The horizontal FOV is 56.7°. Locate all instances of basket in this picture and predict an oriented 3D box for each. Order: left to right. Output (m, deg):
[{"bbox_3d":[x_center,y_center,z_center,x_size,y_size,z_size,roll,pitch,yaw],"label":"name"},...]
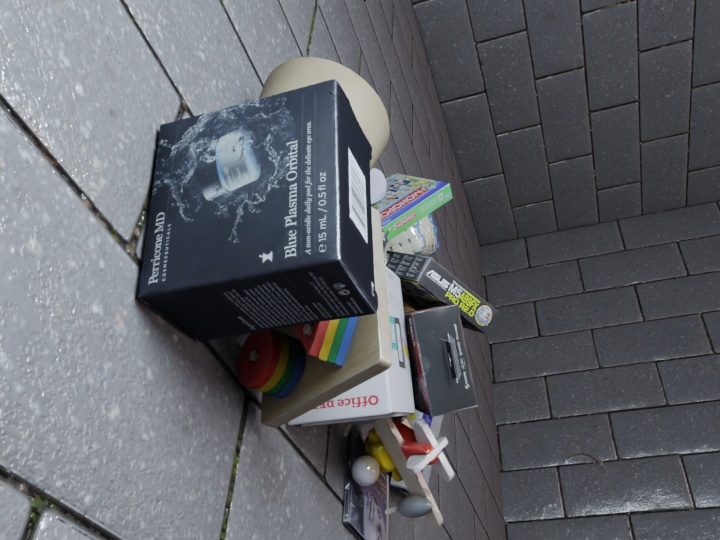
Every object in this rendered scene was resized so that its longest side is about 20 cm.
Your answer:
[{"bbox_3d":[0.090,-0.094,1.433,0.200,0.138,0.179,-14,83,-69],"label":"basket"}]

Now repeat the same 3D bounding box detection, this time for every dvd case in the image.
[{"bbox_3d":[0.014,0.377,1.109,0.201,0.016,0.150,63,22,-46],"label":"dvd case"}]

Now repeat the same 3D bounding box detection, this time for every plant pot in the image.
[{"bbox_3d":[-0.078,-0.133,0.857,0.188,0.185,0.202,64,37,-43],"label":"plant pot"}]

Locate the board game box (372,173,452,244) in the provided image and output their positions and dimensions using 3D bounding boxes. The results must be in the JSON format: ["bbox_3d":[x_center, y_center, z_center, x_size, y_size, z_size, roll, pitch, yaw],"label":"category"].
[{"bbox_3d":[0.031,-0.093,1.063,0.199,0.134,0.029,-34,122,-28],"label":"board game box"}]

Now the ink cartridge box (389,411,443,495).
[{"bbox_3d":[0.116,0.340,1.324,0.198,0.046,0.203,57,42,-60],"label":"ink cartridge box"}]

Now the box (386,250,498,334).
[{"bbox_3d":[0.109,0.031,1.101,0.160,0.199,0.045,37,79,-23],"label":"box"}]

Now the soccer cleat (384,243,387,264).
[{"bbox_3d":[0.000,0.000,1.074,0.068,0.085,0.202,35,67,-31],"label":"soccer cleat"}]

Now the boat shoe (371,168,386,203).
[{"bbox_3d":[-0.057,-0.114,1.032,0.201,0.085,0.076,-27,107,-37],"label":"boat shoe"}]

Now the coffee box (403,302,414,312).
[{"bbox_3d":[0.095,0.098,1.389,0.080,0.111,0.203,-65,141,-63],"label":"coffee box"}]

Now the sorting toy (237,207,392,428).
[{"bbox_3d":[-0.064,0.045,0.752,0.069,0.199,0.201,26,45,-36],"label":"sorting toy"}]

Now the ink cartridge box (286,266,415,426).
[{"bbox_3d":[-0.018,0.106,0.926,0.146,0.144,0.203,34,48,-69],"label":"ink cartridge box"}]

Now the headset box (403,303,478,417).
[{"bbox_3d":[0.107,0.134,1.017,0.200,0.076,0.151,147,-68,-78],"label":"headset box"}]

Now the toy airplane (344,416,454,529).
[{"bbox_3d":[0.053,0.285,1.024,0.200,0.140,0.201,50,-18,39],"label":"toy airplane"}]

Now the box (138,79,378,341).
[{"bbox_3d":[-0.094,-0.054,0.657,0.118,0.197,0.199,54,30,-58],"label":"box"}]
